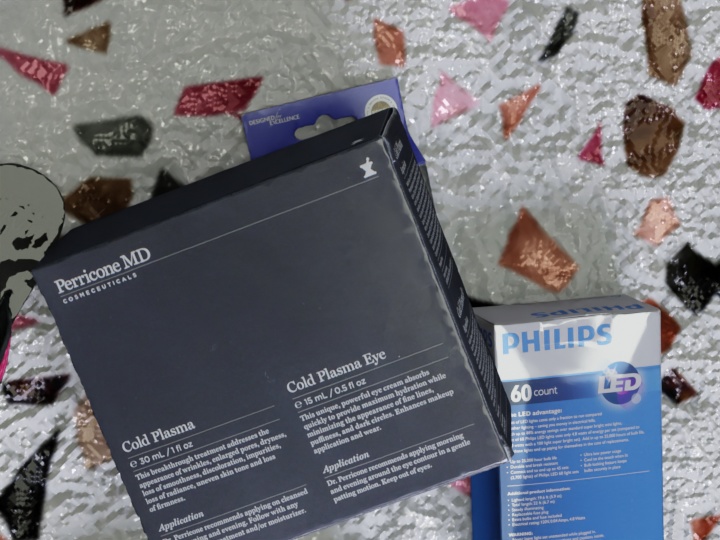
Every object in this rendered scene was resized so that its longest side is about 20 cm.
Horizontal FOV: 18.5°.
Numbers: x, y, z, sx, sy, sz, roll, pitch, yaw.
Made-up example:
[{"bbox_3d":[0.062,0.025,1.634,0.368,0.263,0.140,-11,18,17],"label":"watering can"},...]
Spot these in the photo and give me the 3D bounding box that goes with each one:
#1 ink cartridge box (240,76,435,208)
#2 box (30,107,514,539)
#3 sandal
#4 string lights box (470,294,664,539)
[{"bbox_3d":[0.000,0.000,1.239,0.094,0.037,0.201,-14,99,-11],"label":"ink cartridge box"},{"bbox_3d":[-0.042,0.037,1.166,0.199,0.104,0.183,-20,101,8],"label":"box"},{"bbox_3d":[-0.218,0.037,1.181,0.075,0.045,0.201,24,92,-16],"label":"sandal"},{"bbox_3d":[0.119,0.120,1.272,0.102,0.059,0.201,-4,99,-14],"label":"string lights box"}]
